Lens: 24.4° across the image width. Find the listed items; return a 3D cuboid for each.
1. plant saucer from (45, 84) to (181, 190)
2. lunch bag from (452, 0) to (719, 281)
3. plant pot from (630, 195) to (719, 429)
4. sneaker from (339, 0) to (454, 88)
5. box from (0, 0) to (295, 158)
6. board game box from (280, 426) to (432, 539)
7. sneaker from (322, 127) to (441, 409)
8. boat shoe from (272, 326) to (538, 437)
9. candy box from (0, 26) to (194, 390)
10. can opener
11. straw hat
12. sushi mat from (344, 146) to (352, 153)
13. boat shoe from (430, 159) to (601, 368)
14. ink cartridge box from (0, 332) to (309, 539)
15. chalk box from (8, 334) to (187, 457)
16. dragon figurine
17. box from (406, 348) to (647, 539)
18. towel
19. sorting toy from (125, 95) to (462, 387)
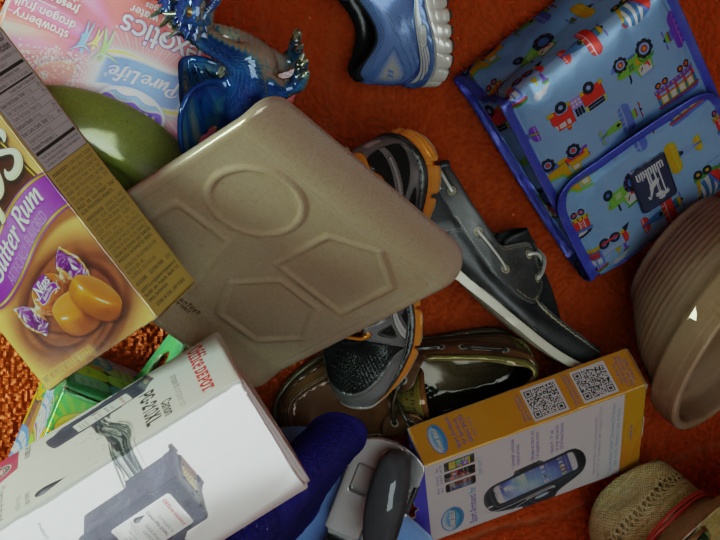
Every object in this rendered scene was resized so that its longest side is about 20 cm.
[{"bbox_3d":[-0.200,-0.035,1.121,0.198,0.031,0.201,2,132,3],"label":"plant saucer"},{"bbox_3d":[0.188,-0.098,1.230,0.150,0.094,0.201,-37,118,-5],"label":"lunch bag"},{"bbox_3d":[0.265,0.013,1.233,0.093,0.201,0.201,41,90,25],"label":"plant pot"},{"bbox_3d":[0.012,-0.224,1.161,0.088,0.079,0.202,-9,103,-13],"label":"sneaker"},{"bbox_3d":[-0.149,-0.138,1.131,0.199,0.103,0.095,22,95,-16],"label":"box"},{"bbox_3d":[-0.040,0.207,1.232,0.200,0.039,0.158,42,101,-1],"label":"board game box"},{"bbox_3d":[0.000,0.000,1.169,0.078,0.077,0.202,12,102,31],"label":"sneaker"},{"bbox_3d":[0.034,0.085,1.230,0.198,0.068,0.073,-17,104,-8],"label":"boat shoe"},{"bbox_3d":[-0.211,-0.036,1.041,0.116,0.056,0.201,-32,99,35],"label":"candy box"},{"bbox_3d":[-0.012,0.212,1.173,0.053,0.067,0.202,22,101,8],"label":"can opener"},{"bbox_3d":[0.222,0.197,1.277,0.201,0.201,0.085,-44,65,-1],"label":"straw hat"},{"bbox_3d":[-0.059,-0.004,1.153,0.199,0.012,0.096,-27,92,35],"label":"sushi mat"},{"bbox_3d":[0.111,0.003,1.229,0.200,0.072,0.068,42,91,-13],"label":"boat shoe"},{"bbox_3d":[-0.144,0.134,1.034,0.199,0.145,0.085,-31,104,-5],"label":"ink cartridge box"},{"bbox_3d":[-0.176,0.133,1.167,0.123,0.124,0.201,22,95,-15],"label":"chalk box"},{"bbox_3d":[-0.089,-0.104,1.060,0.098,0.059,0.201,1,132,-12],"label":"dragon figurine"},{"bbox_3d":[0.113,0.135,1.240,0.198,0.042,0.119,-17,144,-7],"label":"box"},{"bbox_3d":[-0.087,0.180,1.093,0.049,0.148,0.200,40,49,9],"label":"towel"},{"bbox_3d":[-0.062,-0.016,1.079,0.199,0.037,0.185,-31,126,33],"label":"sorting toy"}]
